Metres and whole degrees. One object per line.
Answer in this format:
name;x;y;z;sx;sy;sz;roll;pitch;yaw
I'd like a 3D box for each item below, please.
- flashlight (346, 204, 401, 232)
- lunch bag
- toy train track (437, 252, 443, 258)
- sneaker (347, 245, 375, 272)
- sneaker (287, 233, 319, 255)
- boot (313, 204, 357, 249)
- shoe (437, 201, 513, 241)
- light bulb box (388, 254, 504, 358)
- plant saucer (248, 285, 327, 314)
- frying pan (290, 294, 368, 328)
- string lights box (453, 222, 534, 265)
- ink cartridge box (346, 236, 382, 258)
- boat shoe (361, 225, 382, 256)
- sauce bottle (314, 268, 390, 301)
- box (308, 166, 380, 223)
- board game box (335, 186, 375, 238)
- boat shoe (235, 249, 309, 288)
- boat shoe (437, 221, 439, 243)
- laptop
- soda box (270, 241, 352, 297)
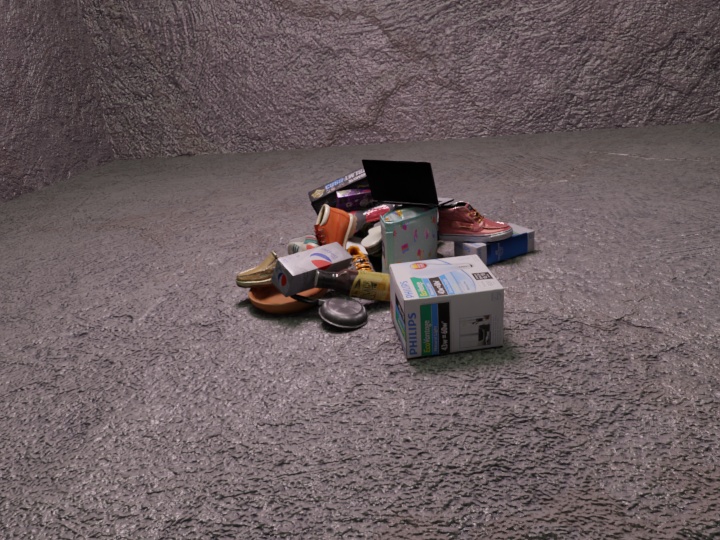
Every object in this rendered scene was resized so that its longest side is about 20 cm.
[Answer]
flashlight;0.039;-0.153;1.731;0.195;0.069;0.068;-14;-2;1
lunch bag;0.111;-0.065;1.531;0.119;0.175;0.199;8;22;30
toy train track;0.152;-0.061;1.711;0.113;0.033;0.199;4;17;-41
sneaker;0.000;0.000;1.531;0.076;0.079;0.200;-10;23;-17
sneaker;-0.159;-0.036;1.672;0.069;0.095;0.199;25;-18;-24
boot;-0.086;-0.067;1.570;0.106;0.205;0.074;26;-20;-30
shoe;0.296;-0.129;1.595;0.195;0.093;0.072;-1;21;18
light bulb box;0.168;0.067;1.243;0.195;0.128;0.199;-6;21;-4
plant saucer;-0.173;0.056;1.488;0.195;0.038;0.201;-6;20;2
frying pan;-0.061;0.074;1.375;0.113;0.032;0.188;-15;36;-42
string lights box;0.357;-0.070;1.639;0.196;0.060;0.102;-16;23;-24
ink cartridge box;-0.014;-0.058;1.732;0.195;0.049;0.146;16;19;-10
boat shoe;0.048;-0.074;1.653;0.070;0.062;0.202;-15;13;12
sauce bottle;-0.008;0.032;1.401;0.195;0.068;0.066;5;18;-14
box;-0.029;-0.192;1.801;0.196;0.200;0.050;-24;50;5
board game box;-0.015;-0.156;1.788;0.117;0.202;0.033;-8;51;-10
boat shoe;-0.214;-0.012;1.514;0.195;0.078;0.072;-13;22;-18
boat shoe;0.163;-0.113;1.718;0.072;0.064;0.198;27;17;38
laptop;0.126;-0.228;1.569;0.183;0.119;0.199;8;16;26
soda box;-0.112;-0.005;1.434;0.063;0.069;0.198;43;37;25
